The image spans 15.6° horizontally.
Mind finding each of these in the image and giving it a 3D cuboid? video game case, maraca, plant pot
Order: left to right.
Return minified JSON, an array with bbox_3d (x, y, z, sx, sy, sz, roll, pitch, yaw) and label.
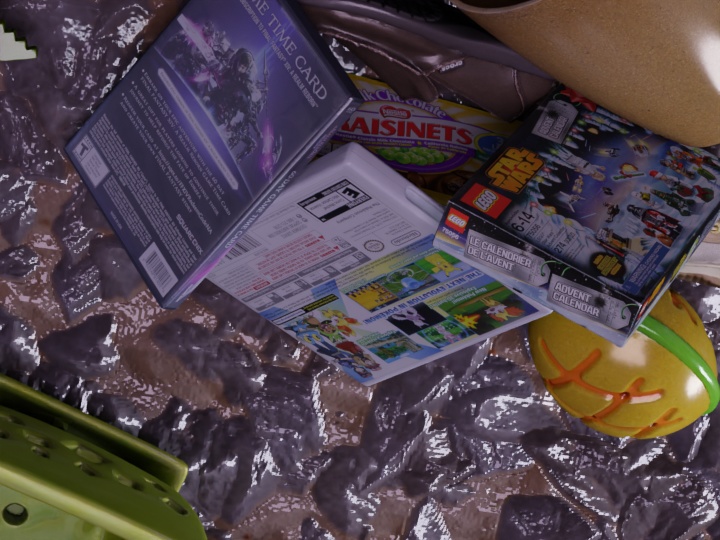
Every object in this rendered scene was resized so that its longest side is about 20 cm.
[{"bbox_3d":[-0.230,0.192,1.785,0.200,0.182,0.199,26,109,-14],"label":"plant pot"},{"bbox_3d":[-0.098,-0.093,1.695,0.200,0.143,0.019,-46,152,24],"label":"video game case"},{"bbox_3d":[0.000,0.000,1.733,0.182,0.022,0.200,35,144,-25],"label":"video game case"},{"bbox_3d":[0.166,0.044,1.774,0.200,0.137,0.107,45,61,-43],"label":"maraca"},{"bbox_3d":[0.182,-0.174,1.678,0.186,0.186,0.200,-39,123,12],"label":"plant pot"}]

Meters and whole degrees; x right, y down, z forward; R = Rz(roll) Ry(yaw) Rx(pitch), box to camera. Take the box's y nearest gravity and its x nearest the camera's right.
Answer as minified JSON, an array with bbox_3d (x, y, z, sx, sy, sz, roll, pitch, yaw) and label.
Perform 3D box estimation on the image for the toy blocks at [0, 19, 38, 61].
[{"bbox_3d":[-0.313,-0.195,1.678,0.200,0.100,0.137,-5,101,-3],"label":"toy blocks"}]

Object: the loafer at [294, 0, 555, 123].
[{"bbox_3d":[0.035,-0.141,1.720,0.200,0.073,0.071,18,112,-15],"label":"loafer"}]

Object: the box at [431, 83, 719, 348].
[{"bbox_3d":[0.148,-0.041,1.682,0.137,0.200,0.040,28,126,12],"label":"box"}]

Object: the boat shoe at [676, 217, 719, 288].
[{"bbox_3d":[0.215,-0.029,1.791,0.200,0.074,0.066,12,92,-8],"label":"boat shoe"}]

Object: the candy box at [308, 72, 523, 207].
[{"bbox_3d":[0.042,-0.076,1.737,0.200,0.102,0.026,15,131,-10],"label":"candy box"}]
